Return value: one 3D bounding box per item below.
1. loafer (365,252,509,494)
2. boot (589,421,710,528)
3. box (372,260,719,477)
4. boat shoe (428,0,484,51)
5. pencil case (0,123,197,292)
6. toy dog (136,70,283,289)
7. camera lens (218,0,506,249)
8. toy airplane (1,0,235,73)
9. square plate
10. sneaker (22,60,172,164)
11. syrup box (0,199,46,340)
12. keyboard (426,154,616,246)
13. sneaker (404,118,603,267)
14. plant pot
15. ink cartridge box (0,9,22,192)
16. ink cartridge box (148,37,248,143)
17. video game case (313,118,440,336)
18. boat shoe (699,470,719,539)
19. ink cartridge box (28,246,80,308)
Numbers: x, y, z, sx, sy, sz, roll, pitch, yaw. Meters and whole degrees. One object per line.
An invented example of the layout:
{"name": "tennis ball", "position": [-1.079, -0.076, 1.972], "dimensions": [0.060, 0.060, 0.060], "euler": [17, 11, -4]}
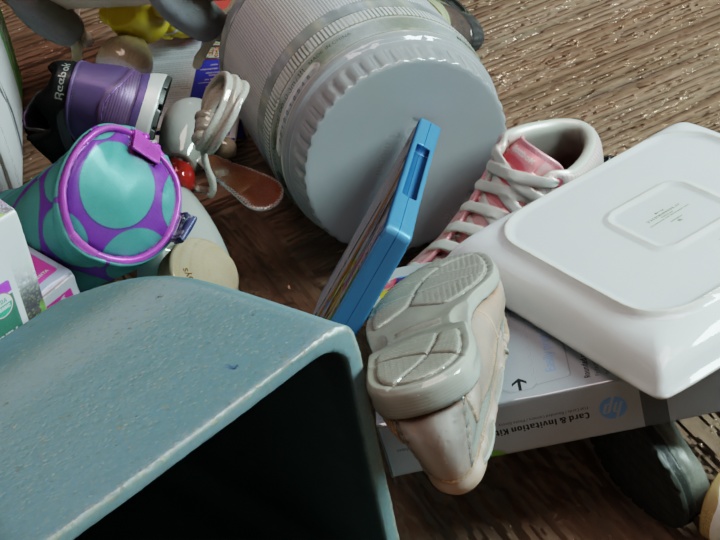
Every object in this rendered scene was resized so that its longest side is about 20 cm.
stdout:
{"name": "loafer", "position": [0.042, 0.048, 0.736], "dimensions": [0.072, 0.063, 0.200], "euler": [-18, 14, 13]}
{"name": "boot", "position": [0.186, 0.053, 0.857], "dimensions": [0.130, 0.068, 0.200], "euler": [-19, 39, -10]}
{"name": "box", "position": [0.107, 0.035, 0.819], "dimensions": [0.199, 0.041, 0.156], "euler": [-12, 31, 6]}
{"name": "boat shoe", "position": [0.030, -0.209, 1.199], "dimensions": [0.066, 0.072, 0.201], "euler": [6, 18, -31]}
{"name": "pencil case", "position": [-0.183, -0.030, 0.924], "dimensions": [0.093, 0.085, 0.200], "euler": [-54, 19, -27]}
{"name": "toy dog", "position": [-0.096, -0.021, 0.962], "dimensions": [0.132, 0.096, 0.201], "euler": [-15, 55, 56]}
{"name": "camera lens", "position": [-0.003, -0.125, 1.019], "dimensions": [0.159, 0.160, 0.200], "euler": [-17, 37, -12]}
{"name": "toy airplane", "position": [-0.189, -0.209, 1.118], "dimensions": [0.198, 0.142, 0.200], "euler": [1, 6, -6]}
{"name": "square plate", "position": [0.176, -0.022, 0.812], "dimensions": [0.200, 0.029, 0.198], "euler": [-29, 32, -20]}
{"name": "sneaker", "position": [-0.184, -0.095, 0.990], "dimensions": [0.087, 0.200, 0.076], "euler": [16, 70, -9]}
{"name": "syrup box", "position": [-0.224, 0.049, 0.822], "dimensions": [0.081, 0.201, 0.079], "euler": [27, 50, 34]}
{"name": "keyboard", "position": [0.152, -0.051, 1.025], "dimensions": [0.199, 0.021, 0.127], "euler": [3, 41, 10]}
{"name": "sneaker", "position": [0.081, -0.027, 0.931], "dimensions": [0.200, 0.105, 0.075], "euler": [-35, 54, -20]}
{"name": "plant pot", "position": [-0.123, 0.117, 0.744], "dimensions": [0.196, 0.196, 0.200], "euler": [-35, 41, -29]}
{"name": "ink cartridge box", "position": [-0.340, -0.113, 1.120], "dimensions": [0.145, 0.084, 0.200], "euler": [-11, 40, -5]}
{"name": "ink cartridge box", "position": [-0.133, -0.147, 1.169], "dimensions": [0.094, 0.037, 0.200], "euler": [-3, 38, 6]}
{"name": "video game case", "position": [0.000, 0.000, 0.859], "dimensions": [0.018, 0.143, 0.200], "euler": [29, 23, -4]}
{"name": "boat shoe", "position": [0.274, 0.097, 0.798], "dimensions": [0.200, 0.071, 0.069], "euler": [-38, 50, -21]}
{"name": "ink cartridge box", "position": [-0.242, 0.016, 0.926], "dimensions": [0.200, 0.120, 0.042], "euler": [28, 56, 34]}
